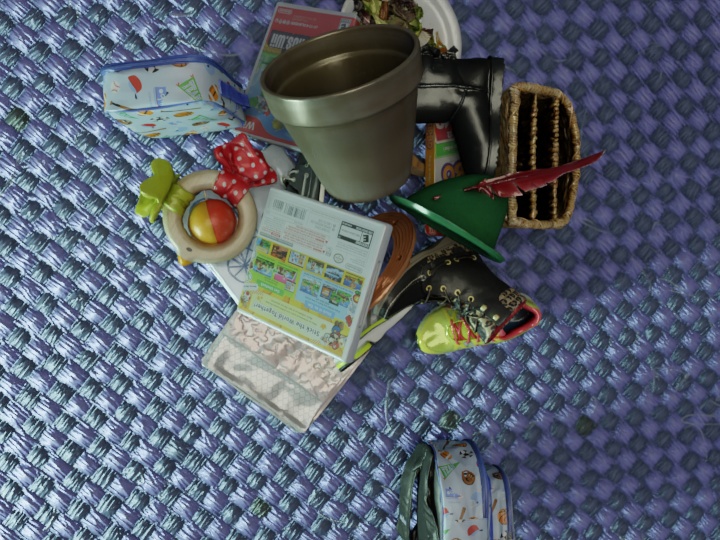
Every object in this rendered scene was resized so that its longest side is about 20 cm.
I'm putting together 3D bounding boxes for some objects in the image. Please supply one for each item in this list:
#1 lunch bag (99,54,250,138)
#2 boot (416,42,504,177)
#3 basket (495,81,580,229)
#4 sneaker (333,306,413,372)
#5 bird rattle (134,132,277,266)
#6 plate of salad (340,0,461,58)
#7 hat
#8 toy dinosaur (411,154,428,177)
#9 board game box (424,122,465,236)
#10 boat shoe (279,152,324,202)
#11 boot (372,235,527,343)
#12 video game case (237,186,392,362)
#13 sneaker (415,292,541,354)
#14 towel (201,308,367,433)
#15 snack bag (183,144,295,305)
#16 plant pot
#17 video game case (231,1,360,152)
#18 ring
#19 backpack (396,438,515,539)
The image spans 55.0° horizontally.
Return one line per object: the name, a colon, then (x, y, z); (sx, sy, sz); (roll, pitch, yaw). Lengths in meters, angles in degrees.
lunch bag: (-0.236, -0.228, 0.916); (0.159, 0.200, 0.076); (-7, 92, 7)
boot: (0.111, -0.213, 0.957); (0.161, 0.073, 0.200); (3, 92, -1)
basket: (0.259, -0.159, 1.005); (0.142, 0.149, 0.201); (1, 92, -7)
sneaker: (0.018, 0.053, 1.010); (0.081, 0.074, 0.200); (47, 67, -1)
bird rattle: (-0.208, -0.093, 0.964); (0.199, 0.113, 0.164); (-16, 97, -23)
plate of salad: (0.063, -0.336, 1.005); (0.199, 0.048, 0.201); (-2, 95, -20)
hat: (0.164, -0.122, 0.908); (0.199, 0.166, 0.177); (29, 93, -3)
toy dinosaur: (0.055, -0.161, 1.004); (0.200, 0.060, 0.107); (33, 86, -19)
board game box: (0.138, -0.150, 1.026); (0.095, 0.030, 0.201); (1, 91, -34)
boat shoe: (-0.083, -0.119, 0.979); (0.061, 0.073, 0.201); (1, 87, -12)
boot: (0.127, 0.040, 0.961); (0.151, 0.073, 0.200); (43, 50, 17)
video game case: (-0.066, 0.001, 0.914); (0.199, 0.023, 0.183); (21, 97, 32)
sneaker: (0.179, 0.079, 1.038); (0.199, 0.090, 0.079); (-18, 97, -4)
towel: (-0.106, 0.117, 1.034); (0.200, 0.032, 0.191); (36, 88, -9)
snack bag: (-0.144, -0.068, 1.010); (0.200, 0.021, 0.189); (-38, 89, -11)
plant pot: (-0.008, -0.190, 0.878); (0.199, 0.200, 0.174); (-21, 129, -5)
video game case: (-0.094, -0.275, 0.979); (0.142, 0.017, 0.201); (20, 91, 28)
ring: (0.000, 0.000, 0.963); (0.201, 0.200, 0.019); (-48, 118, -2)
backpack: (0.141, 0.342, 1.006); (0.153, 0.200, 0.192); (-7, 88, -12)
